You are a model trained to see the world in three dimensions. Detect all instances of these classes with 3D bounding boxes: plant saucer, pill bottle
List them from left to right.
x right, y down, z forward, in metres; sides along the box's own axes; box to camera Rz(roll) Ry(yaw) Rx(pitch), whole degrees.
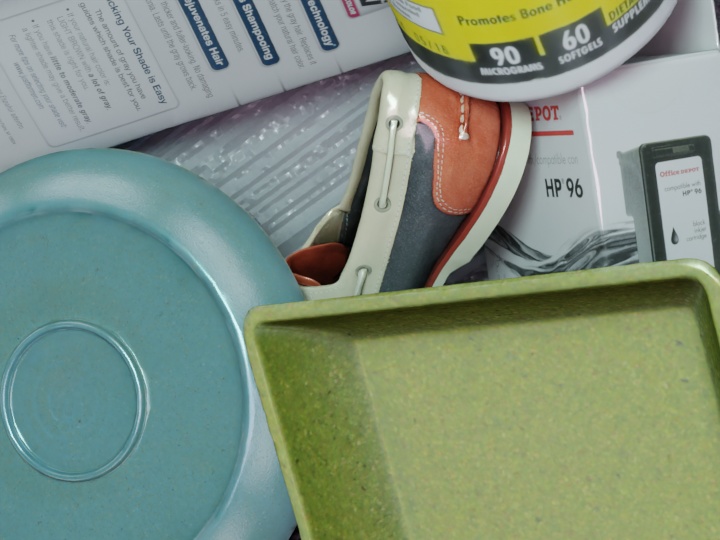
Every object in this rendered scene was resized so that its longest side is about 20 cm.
[{"bbox_3d":[-0.111,0.051,1.058,0.199,0.027,0.201,1,91,20],"label":"plant saucer"},{"bbox_3d":[0.040,-0.166,0.946,0.114,0.115,0.200,-20,136,8],"label":"pill bottle"},{"bbox_3d":[0.072,0.090,0.996,0.199,0.048,0.201,-6,107,31],"label":"plant saucer"}]

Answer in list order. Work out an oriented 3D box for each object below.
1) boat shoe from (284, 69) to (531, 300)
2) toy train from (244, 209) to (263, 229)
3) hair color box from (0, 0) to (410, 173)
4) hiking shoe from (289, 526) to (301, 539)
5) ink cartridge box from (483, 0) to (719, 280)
[{"bbox_3d":[0.000,0.000,1.068,0.062,0.071,0.200,14,131,-20],"label":"boat shoe"},{"bbox_3d":[-0.111,0.054,1.115,0.114,0.087,0.201,26,101,12],"label":"toy train"},{"bbox_3d":[-0.079,-0.115,1.078,0.199,0.061,0.100,-17,139,8],"label":"hair color box"},{"bbox_3d":[-0.004,0.150,1.096,0.200,0.076,0.101,-43,101,-21],"label":"hiking shoe"},{"bbox_3d":[0.098,-0.024,1.057,0.068,0.116,0.201,-10,95,-21],"label":"ink cartridge box"}]
